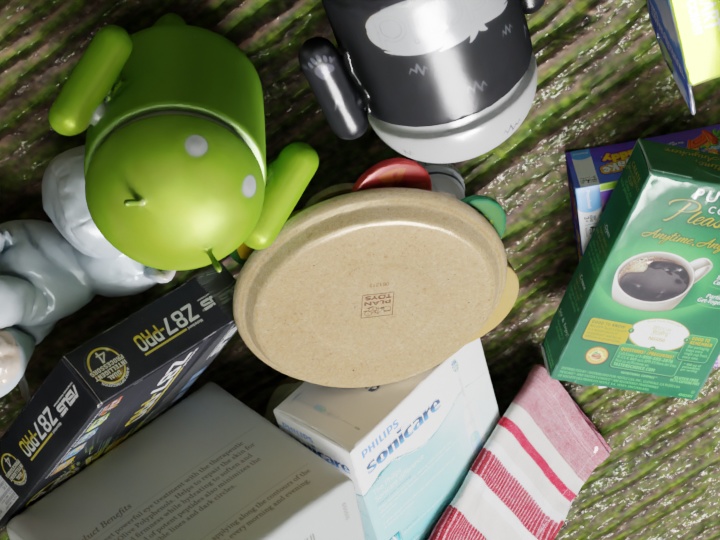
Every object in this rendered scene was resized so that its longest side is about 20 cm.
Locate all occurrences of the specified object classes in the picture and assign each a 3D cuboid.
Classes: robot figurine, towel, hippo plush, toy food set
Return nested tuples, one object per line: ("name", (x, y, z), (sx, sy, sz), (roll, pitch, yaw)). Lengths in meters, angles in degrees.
("robot figurine", (-0.119, -0.080, 1.377), (0.175, 0.200, 0.116), (34, 119, -26))
("towel", (0.116, 0.186, 1.650), (0.200, 0.023, 0.144), (-57, 142, -12))
("hippo plush", (-0.205, 0.005, 1.465), (0.161, 0.159, 0.200), (-21, 129, 10))
("robot figurine", (0.042, -0.164, 1.383), (0.150, 0.125, 0.200), (-10, 131, 14))
("toy food set", (0.009, 0.006, 1.471), (0.200, 0.049, 0.198), (-17, 138, 3))

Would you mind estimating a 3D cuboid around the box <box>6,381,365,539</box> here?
("box", (-0.117, 0.234, 1.565), (0.199, 0.171, 0.200), (-35, 136, -27))

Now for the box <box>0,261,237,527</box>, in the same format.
("box", (-0.179, 0.090, 1.520), (0.049, 0.161, 0.200), (49, 137, 7))

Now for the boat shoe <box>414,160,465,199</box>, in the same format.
("boat shoe", (0.000, 0.000, 1.548), (0.074, 0.067, 0.200), (26, 122, -26))

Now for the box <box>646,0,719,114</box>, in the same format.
("box", (0.200, -0.214, 1.360), (0.048, 0.122, 0.200), (-17, 130, 4))

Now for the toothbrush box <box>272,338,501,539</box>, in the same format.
("toothbrush box", (0.033, 0.144, 1.615), (0.146, 0.085, 0.200), (-43, 137, -26))

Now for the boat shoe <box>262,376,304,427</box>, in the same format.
("boat shoe", (-0.059, 0.169, 1.681), (0.073, 0.065, 0.200), (4, 130, -13))

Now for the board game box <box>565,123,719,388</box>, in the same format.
("board game box", (0.230, -0.009, 1.585), (0.134, 0.045, 0.200), (-11, 130, 2))

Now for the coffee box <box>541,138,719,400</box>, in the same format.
("coffee box", (0.221, 0.003, 1.535), (0.123, 0.044, 0.200), (9, 128, -15))
